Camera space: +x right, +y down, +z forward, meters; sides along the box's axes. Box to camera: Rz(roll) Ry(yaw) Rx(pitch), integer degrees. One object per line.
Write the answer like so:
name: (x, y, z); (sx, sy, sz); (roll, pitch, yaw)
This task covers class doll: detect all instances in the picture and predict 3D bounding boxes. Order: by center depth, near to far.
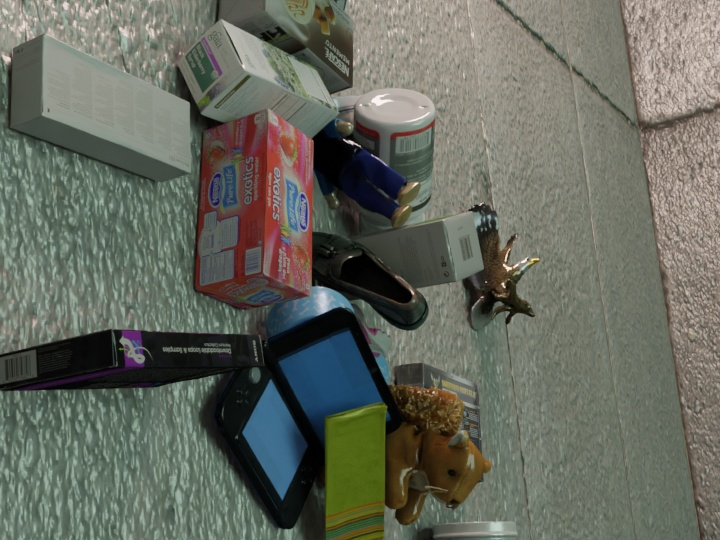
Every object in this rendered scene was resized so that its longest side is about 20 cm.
doll: (-0.018, -0.133, 1.256); (0.048, 0.199, 0.137); (-36, 155, -40)

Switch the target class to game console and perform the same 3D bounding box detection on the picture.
game console: (-0.053, 0.172, 1.105); (0.201, 0.117, 0.171); (65, 33, -31)

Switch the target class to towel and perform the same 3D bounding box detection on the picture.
towel: (-0.005, 0.259, 1.144); (0.085, 0.018, 0.203); (-11, 110, -33)

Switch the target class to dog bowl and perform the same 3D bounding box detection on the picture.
dog bowl: (-0.036, 0.113, 1.164); (0.201, 0.111, 0.050); (59, 10, -30)

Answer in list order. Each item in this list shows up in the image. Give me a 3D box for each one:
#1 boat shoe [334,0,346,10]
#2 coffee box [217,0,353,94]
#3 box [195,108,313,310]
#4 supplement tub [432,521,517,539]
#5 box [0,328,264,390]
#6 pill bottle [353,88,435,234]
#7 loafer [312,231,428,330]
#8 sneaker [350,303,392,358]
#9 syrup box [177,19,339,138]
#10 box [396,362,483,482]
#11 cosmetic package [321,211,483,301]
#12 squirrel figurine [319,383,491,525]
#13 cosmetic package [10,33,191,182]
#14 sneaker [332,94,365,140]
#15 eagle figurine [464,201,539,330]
boat shoe: (-0.034, -0.436, 1.411); (0.068, 0.073, 0.201); (20, 53, -40)
coffee box: (-0.093, -0.324, 1.261); (0.200, 0.079, 0.116); (32, 53, -52)
box: (-0.120, -0.067, 1.105); (0.094, 0.102, 0.202); (29, 55, -53)
supplement tub: (0.169, 0.467, 1.374); (0.145, 0.144, 0.203); (24, 61, -55)
box: (-0.202, 0.082, 0.870); (0.199, 0.142, 0.037); (12, 68, -59)
pill bottle: (0.045, -0.141, 1.347); (0.114, 0.113, 0.202); (-59, 156, -50)
loafer: (0.000, 0.000, 1.204); (0.072, 0.199, 0.063); (-53, 159, -13)
sneaker: (-0.021, 0.105, 1.237); (0.200, 0.081, 0.089); (36, 48, -49)
syrup box: (-0.120, -0.219, 1.160); (0.199, 0.081, 0.079); (10, 47, -58)
box: (0.123, 0.238, 1.471); (0.199, 0.048, 0.160); (26, 58, -55)
cosmetic package: (0.051, -0.015, 1.283); (0.107, 0.198, 0.086); (-20, 99, -62)
squirrel figurine: (0.076, 0.226, 1.250); (0.142, 0.185, 0.201); (53, 40, -37)
cosmetic package: (-0.253, -0.155, 0.956); (0.199, 0.050, 0.084); (19, 62, -56)
sneaker: (-0.006, -0.219, 1.398); (0.199, 0.072, 0.072); (-18, 105, -51)
eagle figurine: (0.248, -0.001, 1.726); (0.201, 0.149, 0.153); (-115, -151, -42)
